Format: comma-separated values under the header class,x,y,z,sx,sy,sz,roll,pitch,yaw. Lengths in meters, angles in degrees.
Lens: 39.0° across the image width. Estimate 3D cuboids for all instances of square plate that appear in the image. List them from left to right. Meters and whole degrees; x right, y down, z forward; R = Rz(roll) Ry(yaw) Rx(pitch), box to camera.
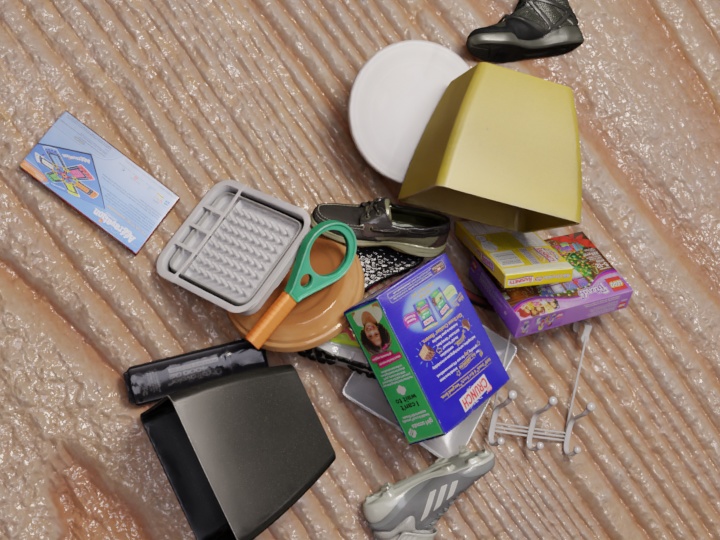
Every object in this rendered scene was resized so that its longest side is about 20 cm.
class,x,y,z,sx,sy,sz,roll,pitch,yaw
square plate,0.100,0.145,1.467,0.197,0.028,0.201,33,75,-5

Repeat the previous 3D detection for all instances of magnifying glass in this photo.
class,x,y,z,sx,sy,sz,roll,pitch,yaw
magnifying glass,-0.078,0.019,1.333,0.200,0.022,0.080,-49,127,-9

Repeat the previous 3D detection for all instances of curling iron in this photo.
class,x,y,z,sx,sy,sz,roll,pitch,yaw
curling iron,0.145,0.022,1.496,0.198,0.050,0.026,20,34,-4

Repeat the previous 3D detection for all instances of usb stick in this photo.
class,x,y,z,sx,sy,sz,roll,pitch,yaw
usb stick,-0.222,0.137,1.394,0.197,0.033,0.056,-13,90,-15

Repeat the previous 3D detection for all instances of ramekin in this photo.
class,x,y,z,sx,sy,sz,roll,pitch,yaw
ramekin,0.073,-0.226,1.472,0.199,0.094,0.206,-1,97,-10

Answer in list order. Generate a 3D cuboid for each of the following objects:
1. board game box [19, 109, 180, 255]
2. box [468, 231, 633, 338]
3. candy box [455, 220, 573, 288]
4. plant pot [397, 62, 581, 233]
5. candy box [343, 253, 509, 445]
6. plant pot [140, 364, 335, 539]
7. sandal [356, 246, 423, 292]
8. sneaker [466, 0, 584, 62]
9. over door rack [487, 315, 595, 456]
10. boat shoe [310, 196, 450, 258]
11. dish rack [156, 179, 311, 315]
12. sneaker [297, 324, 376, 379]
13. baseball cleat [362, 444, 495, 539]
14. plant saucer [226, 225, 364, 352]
class,x,y,z,sx,sy,sz,roll,pitch,yaw
board game box,-0.361,-0.122,1.415,0.199,0.019,0.103,38,73,-4
box,0.275,0.016,1.473,0.198,0.039,0.137,-13,47,-23
candy box,0.214,-0.029,1.446,0.101,0.200,0.027,-4,114,-14
plant pot,0.184,-0.164,1.363,0.197,0.200,0.179,14,86,-12
candy box,0.092,0.104,1.375,0.168,0.077,0.202,-29,92,-45
plant pot,-0.150,0.229,1.320,0.176,0.199,0.202,-24,86,-26
sandal,0.000,0.000,1.461,0.198,0.045,0.076,-19,80,-14
sneaker,0.244,-0.387,1.572,0.197,0.076,0.116,-12,81,-17
over door rack,0.264,0.159,1.465,0.146,0.066,0.203,11,81,-23
boat shoe,0.030,-0.072,1.419,0.198,0.067,0.072,12,38,-9
dish rack,-0.167,-0.027,1.383,0.199,0.044,0.172,23,69,37
sneaker,-0.031,0.083,1.419,0.197,0.078,0.091,18,71,2
baseball cleat,0.105,0.320,1.411,0.198,0.070,0.108,-22,95,6
plant saucer,-0.093,0.015,1.395,0.197,0.038,0.202,-3,57,5
